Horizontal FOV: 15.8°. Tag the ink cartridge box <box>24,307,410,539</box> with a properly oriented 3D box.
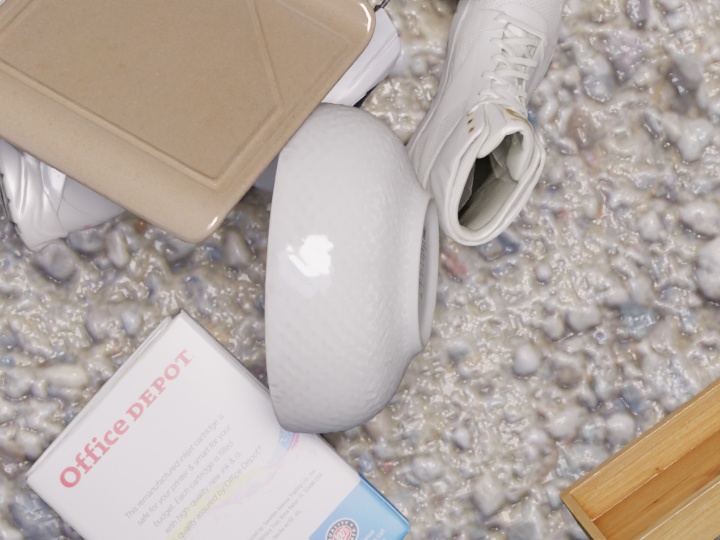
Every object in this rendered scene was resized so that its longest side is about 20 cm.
[{"bbox_3d":[-0.090,0.140,1.618,0.200,0.085,0.145,43,89,-4],"label":"ink cartridge box"}]

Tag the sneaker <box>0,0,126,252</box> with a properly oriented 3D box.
[{"bbox_3d":[-0.183,-0.118,1.552,0.099,0.078,0.201,-15,104,-7],"label":"sneaker"}]

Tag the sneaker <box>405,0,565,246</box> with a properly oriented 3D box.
[{"bbox_3d":[0.093,-0.108,1.599,0.073,0.116,0.201,21,93,-23],"label":"sneaker"}]

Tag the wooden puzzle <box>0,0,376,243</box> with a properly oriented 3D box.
[{"bbox_3d":[-0.115,-0.121,1.494,0.185,0.037,0.200,29,56,11],"label":"wooden puzzle"}]

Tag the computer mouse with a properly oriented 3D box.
[{"bbox_3d":[-0.014,-0.136,1.615,0.110,0.044,0.200,38,96,21],"label":"computer mouse"}]

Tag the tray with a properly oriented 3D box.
[{"bbox_3d":[0.229,0.114,1.625,0.200,0.099,0.037,-35,114,-2],"label":"tray"}]

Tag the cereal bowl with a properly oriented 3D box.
[{"bbox_3d":[0.000,0.000,1.541,0.083,0.200,0.201,3,91,9],"label":"cereal bowl"}]
